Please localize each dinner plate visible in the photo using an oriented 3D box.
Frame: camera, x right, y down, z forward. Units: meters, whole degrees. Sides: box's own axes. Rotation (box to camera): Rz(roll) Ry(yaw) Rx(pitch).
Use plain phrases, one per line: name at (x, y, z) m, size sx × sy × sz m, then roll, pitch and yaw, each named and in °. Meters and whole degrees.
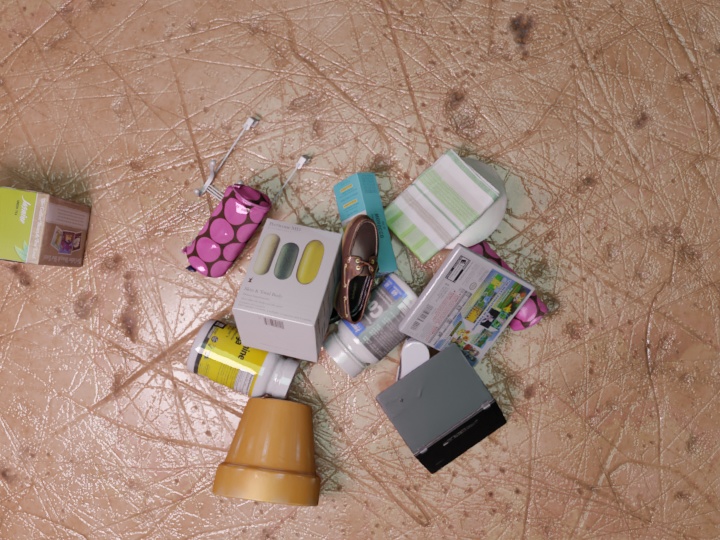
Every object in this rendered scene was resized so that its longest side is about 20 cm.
dinner plate at (0.186, -0.138, 1.383) m, size 0.200 × 0.024 × 0.200 m, roll -6°, pitch 69°, yaw 15°

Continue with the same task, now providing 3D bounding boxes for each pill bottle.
pill bottle at (0.028, 0.109, 1.373) m, size 0.200 × 0.114 × 0.114 m, roll -43°, pitch 89°, yaw -1°
pill bottle at (-0.226, 0.180, 1.375) m, size 0.200 × 0.112 × 0.113 m, roll 22°, pitch 89°, yaw 1°

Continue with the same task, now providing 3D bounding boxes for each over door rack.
over door rack at (-0.219, -0.193, 1.405) m, size 0.148 × 0.067 × 0.200 m, roll 37°, pitch 90°, yaw 0°

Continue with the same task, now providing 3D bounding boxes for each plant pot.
plant pot at (-0.168, 0.344, 1.344) m, size 0.200 × 0.200 × 0.184 m, roll 7°, pitch 73°, yaw 1°

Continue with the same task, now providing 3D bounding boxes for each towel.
towel at (0.149, -0.128, 1.360) m, size 0.200 × 0.031 × 0.149 m, roll -42°, pitch 64°, yaw -2°

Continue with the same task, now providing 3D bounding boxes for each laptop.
laptop at (0.162, 0.274, 1.375) m, size 0.187 × 0.200 × 0.116 m, roll -34°, pitch 52°, yaw 0°

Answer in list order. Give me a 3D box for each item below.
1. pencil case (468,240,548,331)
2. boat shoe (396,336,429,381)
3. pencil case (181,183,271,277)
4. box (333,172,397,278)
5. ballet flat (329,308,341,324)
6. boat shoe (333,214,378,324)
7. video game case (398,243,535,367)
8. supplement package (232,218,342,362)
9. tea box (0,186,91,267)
pencil case at (0.272, 0.033, 1.388) m, size 0.200 × 0.094 × 0.091 m, roll 48°, pitch 45°, yaw 2°
boat shoe at (0.102, 0.216, 1.394) m, size 0.072 × 0.068 × 0.200 m, roll 2°, pitch 111°, yaw 5°
pencil case at (-0.258, -0.079, 1.351) m, size 0.094 × 0.091 × 0.200 m, roll 39°, pitch 113°, yaw -1°
box at (0.008, -0.084, 1.378) m, size 0.049 × 0.082 × 0.200 m, roll -7°, pitch 80°, yaw -40°
ballet flat at (-0.092, 0.084, 1.401) m, size 0.200 × 0.057 × 0.067 m, roll -20°, pitch 86°, yaw -4°
boat shoe at (0.000, 0.000, 1.294) m, size 0.070 × 0.070 × 0.200 m, roll 2°, pitch 107°, yaw -22°
video game case at (0.198, 0.069, 1.315) m, size 0.182 × 0.022 × 0.200 m, roll 27°, pitch 109°, yaw -20°
supplement package at (-0.128, 0.037, 1.313) m, size 0.152 × 0.151 × 0.200 m, roll 12°, pitch 58°, yaw 6°
tea box at (-0.653, -0.084, 1.341) m, size 0.196 × 0.200 × 0.134 m, roll 9°, pitch 89°, yaw 0°
